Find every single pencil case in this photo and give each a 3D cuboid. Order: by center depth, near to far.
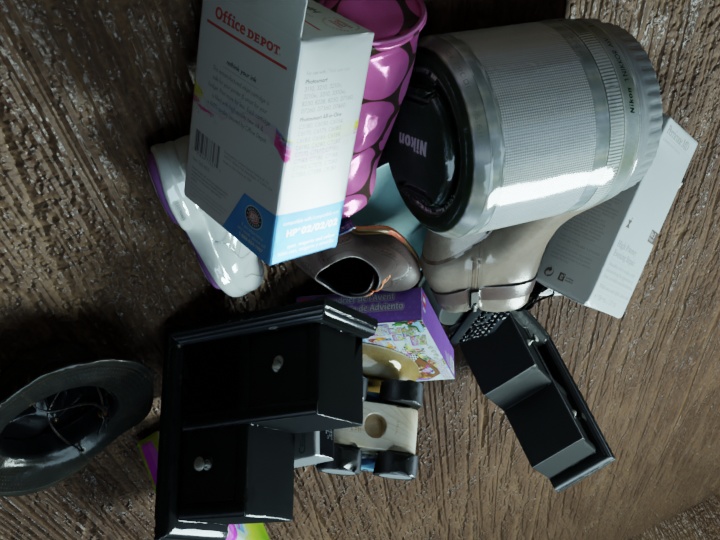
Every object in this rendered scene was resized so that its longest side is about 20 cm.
[{"bbox_3d":[-0.013,-0.128,0.795,0.092,0.091,0.202,-20,147,-30],"label":"pencil case"}]

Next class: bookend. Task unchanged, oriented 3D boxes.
[{"bbox_3d":[-0.089,0.148,0.955,0.196,0.204,0.092,-11,160,32],"label":"bookend"},{"bbox_3d":[0.218,0.155,1.290,0.091,0.201,0.200,-31,149,12],"label":"bookend"}]

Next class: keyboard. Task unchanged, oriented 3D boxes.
[{"bbox_3d":[0.179,0.027,1.126,0.103,0.040,0.201,-19,156,-32],"label":"keyboard"}]

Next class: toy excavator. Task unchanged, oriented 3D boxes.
[{"bbox_3d":[-0.044,0.176,1.118,0.191,0.102,0.200,10,162,-16],"label":"toy excavator"}]

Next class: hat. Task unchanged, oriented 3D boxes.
[{"bbox_3d":[-0.295,0.121,0.951,0.198,0.081,0.202,-28,154,-15],"label":"hat"}]

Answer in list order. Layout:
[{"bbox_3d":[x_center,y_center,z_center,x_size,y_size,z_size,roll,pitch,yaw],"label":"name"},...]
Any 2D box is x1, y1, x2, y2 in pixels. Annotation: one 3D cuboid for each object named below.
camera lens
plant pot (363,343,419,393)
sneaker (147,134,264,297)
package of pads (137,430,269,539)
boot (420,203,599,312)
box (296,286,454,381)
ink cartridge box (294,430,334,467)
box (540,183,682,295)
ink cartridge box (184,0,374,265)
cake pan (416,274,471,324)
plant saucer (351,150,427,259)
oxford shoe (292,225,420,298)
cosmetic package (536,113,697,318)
[{"bbox_3d":[0.128,-0.121,0.845,0.196,0.162,0.161,-12,147,-24],"label":"camera lens"},{"bbox_3d":[-0.032,0.126,1.138,0.195,0.028,0.201,-1,155,0],"label":"plant pot"},{"bbox_3d":[-0.103,-0.046,0.856,0.098,0.076,0.201,-25,149,-2],"label":"sneaker"},{"bbox_3d":[-0.179,0.275,1.196,0.067,0.156,0.201,-29,149,-1],"label":"package of pads"},{"bbox_3d":[0.155,-0.028,0.986,0.195,0.071,0.148,-4,129,5],"label":"boot"},{"bbox_3d":[0.021,0.076,1.112,0.134,0.040,0.200,-5,156,13],"label":"box"},{"bbox_3d":[-0.115,0.162,1.064,0.197,0.102,0.039,-15,155,31],"label":"ink cartridge box"},{"bbox_3d":[0.276,-0.047,1.198,0.108,0.035,0.201,-2,140,-37],"label":"box"},{"bbox_3d":[-0.058,-0.123,0.699,0.067,0.115,0.203,-15,129,-39],"label":"ink cartridge box"},{"bbox_3d":[0.149,-0.007,1.119,0.198,0.037,0.201,-30,159,-12],"label":"cake pan"},{"bbox_3d":[0.031,-0.057,0.986,0.197,0.036,0.201,-20,149,-12],"label":"plant saucer"},{"bbox_3d":[0.000,0.000,0.939,0.071,0.073,0.198,-41,148,22],"label":"oxford shoe"},{"bbox_3d":[0.263,-0.062,1.041,0.101,0.073,0.203,15,100,-54],"label":"cosmetic package"}]
